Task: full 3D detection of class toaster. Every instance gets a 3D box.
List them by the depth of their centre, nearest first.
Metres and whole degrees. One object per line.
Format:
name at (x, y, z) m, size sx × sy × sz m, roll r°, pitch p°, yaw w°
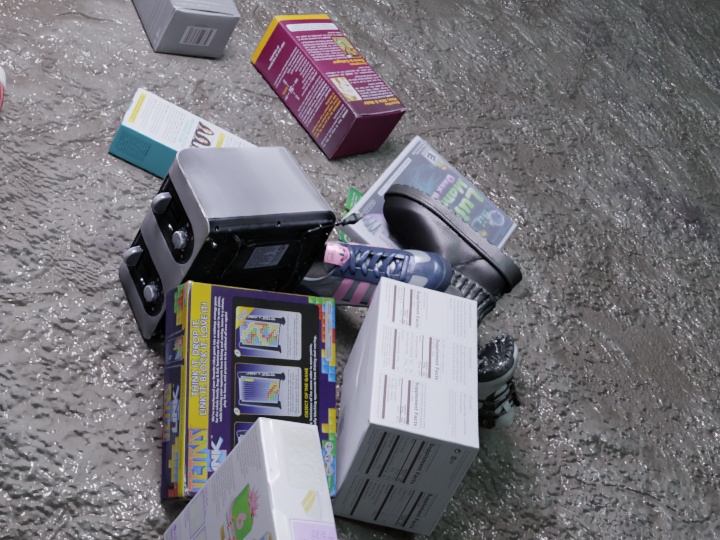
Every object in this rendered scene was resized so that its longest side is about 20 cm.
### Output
toaster at (-0.135, -0.030, 1.142) m, size 0.200 × 0.181 × 0.119 m, roll -7°, pitch 55°, yaw -41°

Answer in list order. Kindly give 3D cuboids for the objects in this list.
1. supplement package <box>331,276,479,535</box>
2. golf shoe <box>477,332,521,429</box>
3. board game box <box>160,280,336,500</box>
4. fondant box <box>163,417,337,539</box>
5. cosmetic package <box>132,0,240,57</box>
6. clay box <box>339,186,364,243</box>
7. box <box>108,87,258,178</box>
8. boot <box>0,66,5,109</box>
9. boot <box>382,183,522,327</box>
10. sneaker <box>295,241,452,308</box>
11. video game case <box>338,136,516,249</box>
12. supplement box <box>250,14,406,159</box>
supplement package at (0.046, 0.139, 1.120) m, size 0.111 × 0.156 × 0.200 m, roll 15°, pitch 42°, yaw -7°
golf shoe at (0.152, 0.129, 1.217) m, size 0.078 × 0.200 × 0.095 m, roll -35°, pitch 85°, yaw -9°
board game box at (-0.105, 0.120, 1.049) m, size 0.165 × 0.057 × 0.201 m, roll 8°, pitch 74°, yaw -31°
fondant box at (-0.094, 0.235, 0.888) m, size 0.058 × 0.200 × 0.145 m, roll 12°, pitch 45°, yaw -29°
cosmetic package at (-0.255, -0.392, 1.496) m, size 0.107 × 0.090 × 0.200 m, roll -4°, pitch 57°, yaw -37°
clay box at (0.073, -0.044, 1.427) m, size 0.200 × 0.048 × 0.115 m, roll 27°, pitch 41°, yaw -15°
box at (-0.195, -0.138, 1.311) m, size 0.200 × 0.049 × 0.082 m, roll 26°, pitch 39°, yaw -14°
boot at (-0.456, -0.195, 1.115) m, size 0.200 × 0.072 × 0.145 m, roll 34°, pitch 35°, yaw -41°
boot at (0.067, 0.004, 1.281) m, size 0.211 × 0.079 × 0.158 m, roll 39°, pitch 75°, yaw 26°
sneaker at (0.000, 0.000, 1.214) m, size 0.082 × 0.200 × 0.070 m, roll 50°, pitch 42°, yaw -54°
video game case at (0.091, -0.057, 1.390) m, size 0.182 × 0.023 × 0.200 m, roll 42°, pitch 51°, yaw -3°
supplement box at (-0.046, -0.261, 1.526) m, size 0.110 × 0.086 × 0.200 m, roll -17°, pitch 62°, yaw -47°
